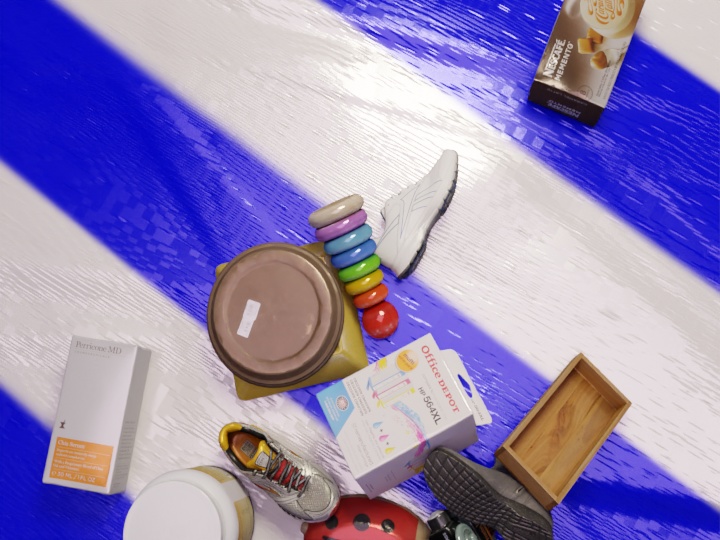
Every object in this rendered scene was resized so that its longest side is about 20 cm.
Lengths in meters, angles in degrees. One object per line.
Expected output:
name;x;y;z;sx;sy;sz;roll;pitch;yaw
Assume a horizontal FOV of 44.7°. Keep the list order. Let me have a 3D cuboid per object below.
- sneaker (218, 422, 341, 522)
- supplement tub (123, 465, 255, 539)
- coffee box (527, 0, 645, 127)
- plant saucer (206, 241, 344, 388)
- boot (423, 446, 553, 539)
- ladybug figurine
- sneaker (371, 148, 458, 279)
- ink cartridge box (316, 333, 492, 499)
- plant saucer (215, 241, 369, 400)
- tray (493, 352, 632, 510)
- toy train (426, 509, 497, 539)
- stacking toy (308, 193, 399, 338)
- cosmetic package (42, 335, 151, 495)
sneaker;-0.115;0.272;1.179;0.197;0.082;0.079;27;78;19
supplement tub;-0.218;0.330;1.132;0.141;0.200;0.148;-1;79;3
coffee box;0.332;-0.332;1.280;0.112;0.080;0.204;23;82;7
plant saucer;-0.120;0.059;1.214;0.195;0.029;0.205;-1;81;3
boot;0.175;0.276;1.160;0.199;0.132;0.070;38;120;-3
ladybug figurine;0.012;0.375;1.177;0.195;0.072;0.139;12;81;5
sneaker;0.078;-0.092;1.258;0.086;0.075;0.203;29;82;12
ink cartridge box;0.063;0.189;1.166;0.197;0.126;0.130;-28;63;-2
plant saucer;-0.102;0.065;1.250;0.195;0.048;0.205;-13;79;1
tray;0.272;0.211;1.168;0.099;0.037;0.199;44;56;9
toy train;0.157;0.396;1.147;0.085;0.113;0.202;-34;82;29
stacking toy;0.000;0.000;1.232;0.084;0.085;0.204;-23;99;-2
cosmetic package;-0.367;0.202;1.228;0.099;0.071;0.205;7;80;4
